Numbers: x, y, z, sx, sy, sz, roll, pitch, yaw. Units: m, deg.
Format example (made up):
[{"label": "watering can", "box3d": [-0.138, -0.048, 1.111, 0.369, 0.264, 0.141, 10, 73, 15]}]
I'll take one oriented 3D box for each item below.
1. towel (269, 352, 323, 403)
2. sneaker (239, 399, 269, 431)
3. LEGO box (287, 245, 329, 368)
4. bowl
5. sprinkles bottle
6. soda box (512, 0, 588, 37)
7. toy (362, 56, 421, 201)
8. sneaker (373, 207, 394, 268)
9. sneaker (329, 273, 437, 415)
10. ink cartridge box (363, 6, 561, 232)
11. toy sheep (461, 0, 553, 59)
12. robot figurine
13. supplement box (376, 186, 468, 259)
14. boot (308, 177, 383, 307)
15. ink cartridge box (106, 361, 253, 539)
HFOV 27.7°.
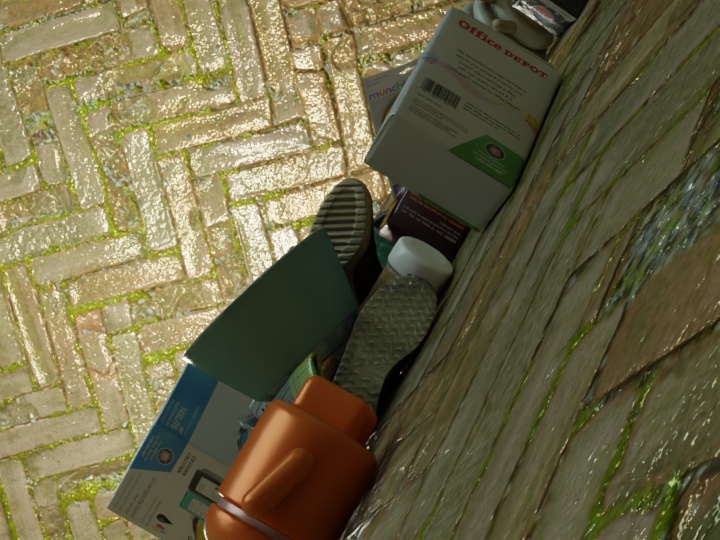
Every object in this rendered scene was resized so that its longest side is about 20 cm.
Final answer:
[{"label": "towel", "box3d": [-0.062, 0.190, 1.456, 0.201, 0.023, 0.145, -58, 45, 46]}, {"label": "sneaker", "box3d": [-0.075, 0.185, 1.585, 0.076, 0.114, 0.200, -58, 4, 19]}, {"label": "LEGO box", "box3d": [-0.066, 0.096, 1.814, 0.201, 0.148, 0.077, -63, 4, 16]}, {"label": "bowl", "box3d": [-0.077, 0.060, 1.523, 0.201, 0.105, 0.201, -43, -3, -3]}, {"label": "sprinkles bottle", "box3d": [0.023, 0.063, 1.576, 0.201, 0.068, 0.068, -59, 3, 18]}, {"label": "soda box", "box3d": [0.254, -0.368, 1.652, 0.201, 0.070, 0.063, -59, 5, -14]}, {"label": "toy", "box3d": [0.081, -0.162, 1.777, 0.047, 0.114, 0.201, -118, 9, -46]}, {"label": "sneaker", "box3d": [0.037, -0.031, 1.899, 0.201, 0.074, 0.088, -59, -2, 43]}, {"label": "sneaker", "box3d": [0.008, 0.095, 1.499, 0.201, 0.069, 0.100, -60, 1, -8]}, {"label": "ink cartridge box", "box3d": [0.110, -0.161, 1.532, 0.084, 0.144, 0.201, -55, 5, 48]}, {"label": "toy sheep", "box3d": [0.171, -0.290, 1.867, 0.200, 0.138, 0.138, -41, 14, 37]}, {"label": "robot figurine", "box3d": [-0.062, 0.194, 1.281, 0.201, 0.116, 0.144, -60, 22, -9]}, {"label": "supplement box", "box3d": [0.107, -0.114, 1.682, 0.201, 0.085, 0.110, -61, 4, -9]}, {"label": "boot", "box3d": [0.000, 0.000, 1.677, 0.166, 0.072, 0.202, 6, -87, -67]}, {"label": "ink cartridge box", "box3d": [-0.165, 0.240, 1.725, 0.147, 0.199, 0.146, -58, 5, 28]}]
